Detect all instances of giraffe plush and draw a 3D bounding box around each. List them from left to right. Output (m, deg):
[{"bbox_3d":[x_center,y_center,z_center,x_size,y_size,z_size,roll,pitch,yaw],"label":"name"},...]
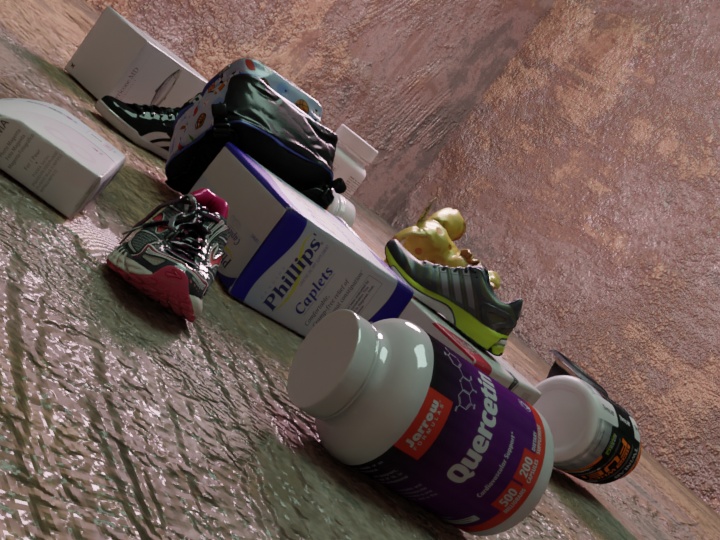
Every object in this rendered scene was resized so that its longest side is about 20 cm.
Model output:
[{"bbox_3d":[0.144,-0.006,1.487,0.162,0.172,0.200,49,-20,15],"label":"giraffe plush"}]

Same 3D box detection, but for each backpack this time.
[{"bbox_3d":[-0.143,-0.152,1.104,0.199,0.190,0.155,33,47,-35],"label":"backpack"}]

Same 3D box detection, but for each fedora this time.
[{"bbox_3d":[0.553,0.299,2.375,0.200,0.092,0.201,38,6,-5],"label":"fedora"}]

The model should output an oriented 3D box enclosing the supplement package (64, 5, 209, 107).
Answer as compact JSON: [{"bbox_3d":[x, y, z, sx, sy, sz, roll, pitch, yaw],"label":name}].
[{"bbox_3d":[-0.331,-0.292,1.395,0.117,0.117,0.200,42,7,29],"label":"supplement package"}]

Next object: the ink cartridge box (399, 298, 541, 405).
[{"bbox_3d":[0.121,0.125,1.144,0.145,0.085,0.200,43,9,38],"label":"ink cartridge box"}]

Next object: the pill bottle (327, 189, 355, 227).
[{"bbox_3d":[-0.110,-0.119,1.442,0.199,0.115,0.114,34,7,-31],"label":"pill bottle"}]

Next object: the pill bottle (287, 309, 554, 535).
[{"bbox_3d":[0.045,0.111,0.672,0.199,0.113,0.112,35,7,-28],"label":"pill bottle"}]

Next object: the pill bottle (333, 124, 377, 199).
[{"bbox_3d":[-0.060,-0.189,1.836,0.113,0.201,0.113,38,6,-5],"label":"pill bottle"}]

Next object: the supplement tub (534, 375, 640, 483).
[{"bbox_3d":[0.320,0.232,1.283,0.200,0.123,0.123,30,10,-48],"label":"supplement tub"}]

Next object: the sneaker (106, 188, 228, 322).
[{"bbox_3d":[-0.144,-0.021,0.711,0.080,0.075,0.200,36,7,-16],"label":"sneaker"}]

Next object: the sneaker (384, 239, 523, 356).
[{"bbox_3d":[0.117,0.018,1.134,0.199,0.081,0.074,37,6,8],"label":"sneaker"}]

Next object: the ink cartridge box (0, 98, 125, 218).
[{"bbox_3d":[-0.297,-0.131,0.752,0.200,0.057,0.163,42,5,-15],"label":"ink cartridge box"}]

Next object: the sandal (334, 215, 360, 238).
[{"bbox_3d":[-0.006,0.006,1.357,0.207,0.079,0.059,53,12,33],"label":"sandal"}]

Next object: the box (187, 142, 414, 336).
[{"bbox_3d":[-0.072,-0.018,0.972,0.199,0.105,0.184,33,8,-39],"label":"box"}]

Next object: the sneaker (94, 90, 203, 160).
[{"bbox_3d":[-0.265,-0.217,1.257,0.200,0.112,0.073,32,7,-46],"label":"sneaker"}]
